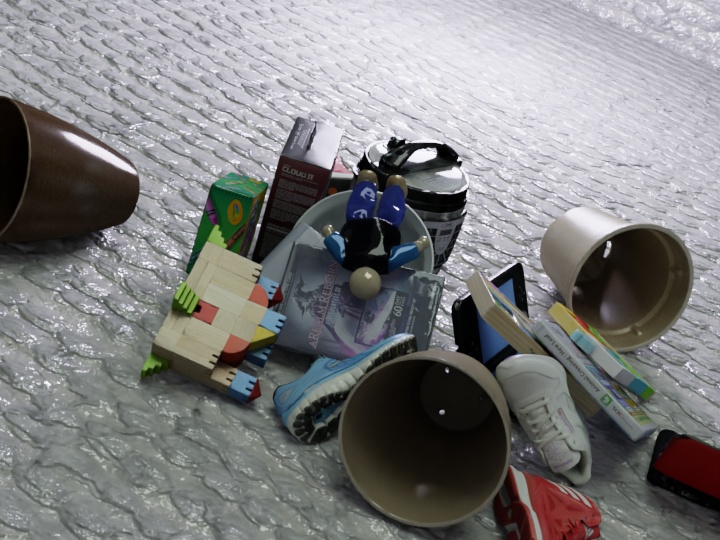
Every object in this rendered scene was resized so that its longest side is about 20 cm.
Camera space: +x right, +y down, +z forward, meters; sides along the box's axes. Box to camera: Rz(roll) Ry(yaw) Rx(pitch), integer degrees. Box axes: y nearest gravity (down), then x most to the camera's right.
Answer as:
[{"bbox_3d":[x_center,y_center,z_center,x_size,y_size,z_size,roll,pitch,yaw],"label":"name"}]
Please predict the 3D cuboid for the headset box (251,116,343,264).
[{"bbox_3d":[-0.086,-0.113,1.679,0.075,0.200,0.149,17,29,-2],"label":"headset box"}]

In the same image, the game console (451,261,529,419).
[{"bbox_3d":[0.222,0.096,1.586,0.116,0.176,0.200,1,17,33],"label":"game console"}]

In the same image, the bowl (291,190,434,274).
[{"bbox_3d":[0.000,0.000,1.605,0.201,0.090,0.201,-1,70,3],"label":"bowl"}]

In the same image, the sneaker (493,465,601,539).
[{"bbox_3d":[0.218,0.287,1.285,0.115,0.078,0.200,11,31,-10],"label":"sneaker"}]

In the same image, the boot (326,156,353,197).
[{"bbox_3d":[-0.014,-0.145,1.916,0.200,0.073,0.144,17,27,5],"label":"boot"}]

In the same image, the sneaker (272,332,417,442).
[{"bbox_3d":[-0.018,0.119,1.406,0.200,0.079,0.090,-26,40,-27],"label":"sneaker"}]

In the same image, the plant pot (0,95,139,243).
[{"bbox_3d":[-0.398,-0.117,1.562,0.200,0.187,0.187,8,27,-47],"label":"plant pot"}]

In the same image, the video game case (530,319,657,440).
[{"bbox_3d":[0.299,0.139,1.505,0.182,0.022,0.200,48,9,17],"label":"video game case"}]

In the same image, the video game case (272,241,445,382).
[{"bbox_3d":[-0.006,0.051,1.490,0.200,0.019,0.143,14,67,4],"label":"video game case"}]

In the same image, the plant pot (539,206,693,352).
[{"bbox_3d":[0.364,-0.007,1.786,0.200,0.201,0.184,7,20,-20],"label":"plant pot"}]

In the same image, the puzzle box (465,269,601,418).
[{"bbox_3d":[0.217,0.091,1.502,0.200,0.025,0.133,42,10,-16],"label":"puzzle box"}]

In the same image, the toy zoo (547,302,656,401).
[{"bbox_3d":[0.322,0.107,1.597,0.131,0.020,0.200,49,10,32],"label":"toy zoo"}]

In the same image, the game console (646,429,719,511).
[{"bbox_3d":[0.469,0.242,1.463,0.200,0.119,0.172,24,29,10],"label":"game console"}]

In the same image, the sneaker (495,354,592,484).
[{"bbox_3d":[0.227,0.175,1.405,0.200,0.075,0.100,50,21,-34],"label":"sneaker"}]

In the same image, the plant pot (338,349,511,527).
[{"bbox_3d":[0.093,0.165,1.347,0.187,0.188,0.200,24,16,11],"label":"plant pot"}]

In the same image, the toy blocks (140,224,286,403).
[{"bbox_3d":[-0.153,0.062,1.408,0.137,0.100,0.200,24,60,-1],"label":"toy blocks"}]

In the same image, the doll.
[{"bbox_3d":[0.020,-0.044,1.505,0.136,0.049,0.200,10,46,3],"label":"doll"}]

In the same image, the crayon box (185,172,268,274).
[{"bbox_3d":[-0.171,-0.059,1.560,0.058,0.119,0.200,17,8,-2],"label":"crayon box"}]

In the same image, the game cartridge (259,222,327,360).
[{"bbox_3d":[-0.045,0.042,1.521,0.200,0.041,0.133,37,74,14],"label":"game cartridge"}]

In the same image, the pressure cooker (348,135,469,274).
[{"bbox_3d":[0.064,-0.101,1.744,0.178,0.200,0.176,16,28,-6],"label":"pressure cooker"}]
